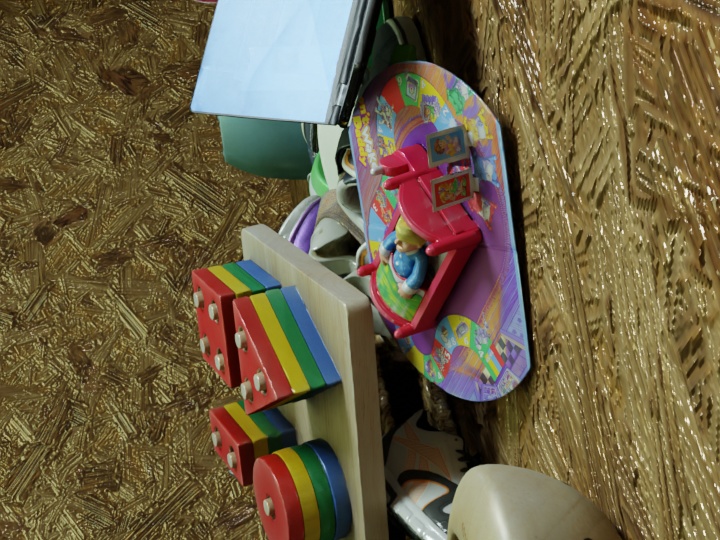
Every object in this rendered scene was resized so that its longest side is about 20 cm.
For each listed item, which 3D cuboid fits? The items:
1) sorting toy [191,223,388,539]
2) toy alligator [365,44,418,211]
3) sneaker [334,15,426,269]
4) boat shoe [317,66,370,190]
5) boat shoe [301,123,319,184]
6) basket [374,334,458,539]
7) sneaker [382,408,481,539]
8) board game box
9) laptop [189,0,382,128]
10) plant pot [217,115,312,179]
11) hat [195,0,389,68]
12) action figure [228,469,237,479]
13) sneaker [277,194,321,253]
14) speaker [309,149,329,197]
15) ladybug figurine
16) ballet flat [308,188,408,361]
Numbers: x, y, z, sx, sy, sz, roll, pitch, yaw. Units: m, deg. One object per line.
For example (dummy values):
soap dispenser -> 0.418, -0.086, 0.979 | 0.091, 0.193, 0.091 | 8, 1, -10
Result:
sorting toy -> -0.057, 0.093, 0.812 | 0.198, 0.069, 0.204 | -147, 49, -60
toy alligator -> 0.046, -0.046, 0.735 | 0.054, 0.059, 0.204 | -31, -60, -50
sneaker -> 0.017, -0.092, 0.824 | 0.079, 0.078, 0.203 | 93, 169, -67
boat shoe -> 0.013, -0.076, 0.938 | 0.072, 0.061, 0.204 | 8, 110, 59
boat shoe -> -0.020, -0.103, 1.196 | 0.202, 0.073, 0.062 | 86, 175, -48
basket -> 0.007, 0.164, 0.951 | 0.150, 0.140, 0.202 | 88, 171, -53
sneaker -> 0.058, 0.153, 0.782 | 0.074, 0.080, 0.200 | 54, 170, -29
board game box -> 0.027, -0.016, 0.665 | 0.157, 0.038, 0.204 | 14, 116, 58
laptop -> -0.038, -0.201, 0.731 | 0.200, 0.114, 0.191 | 127, 156, -82
plant pot -> -0.086, -0.195, 1.305 | 0.201, 0.158, 0.204 | 171, 90, -85
hat -> -0.071, -0.216, 1.029 | 0.200, 0.173, 0.169 | 155, 107, -84
action figure -> -0.008, 0.166, 1.108 | 0.200, 0.195, 0.104 | 42, 160, -17
sneaker -> -0.032, 0.038, 0.971 | 0.081, 0.082, 0.204 | 31, -119, -67
speaker -> -0.005, -0.030, 1.090 | 0.202, 0.087, 0.089 | 89, 171, -50
ladybug figurine -> 0.084, 0.176, 0.532 | 0.137, 0.071, 0.203 | -107, 11, -55
ballet flat -> 0.000, 0.000, 0.858 | 0.200, 0.066, 0.069 | 44, 139, 45
